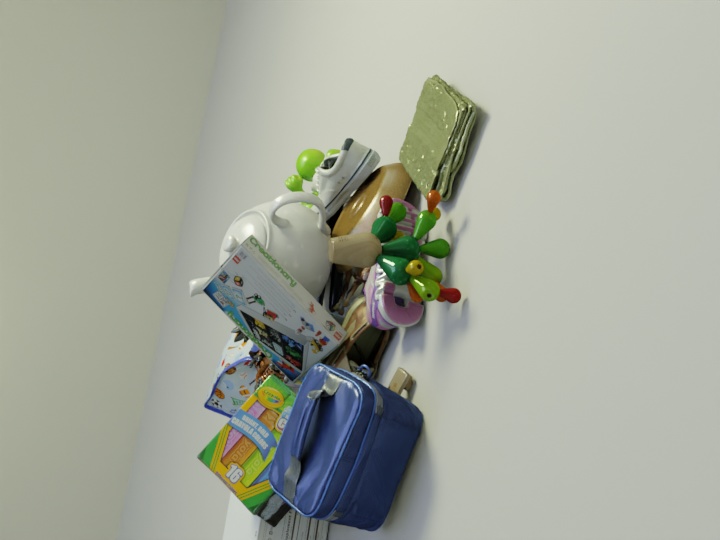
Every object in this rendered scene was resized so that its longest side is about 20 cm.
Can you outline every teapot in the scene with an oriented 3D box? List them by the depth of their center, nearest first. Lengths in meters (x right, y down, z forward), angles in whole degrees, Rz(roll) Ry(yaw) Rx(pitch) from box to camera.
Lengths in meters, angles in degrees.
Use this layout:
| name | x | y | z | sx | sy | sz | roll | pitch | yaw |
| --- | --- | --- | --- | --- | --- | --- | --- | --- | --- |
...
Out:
| name | x | y | z | sx | sy | sz | roll | pitch | yaw |
| --- | --- | --- | --- | --- | --- | --- | --- | --- | --- |
| teapot | -0.145 | -0.026 | 1.518 | 0.196 | 0.145 | 0.203 | 16 | 86 | 47 |

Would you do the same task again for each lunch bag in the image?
| name | x | y | z | sx | sy | sz | roll | pitch | yaw |
| --- | --- | --- | --- | --- | --- | --- | --- | --- | --- |
| lunch bag | -0.024 | 0.216 | 1.265 | 0.135 | 0.131 | 0.203 | 20 | 89 | 51 |
| lunch bag | -0.195 | 0.161 | 1.850 | 0.201 | 0.122 | 0.171 | 117 | 172 | -45 |

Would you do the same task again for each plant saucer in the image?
| name | x | y | z | sx | sy | sz | roll | pitch | yaw |
| --- | --- | --- | --- | --- | --- | --- | --- | --- | --- |
| plant saucer | 0.008 | -0.091 | 1.531 | 0.201 | 0.035 | 0.201 | -51 | 16 | 20 |

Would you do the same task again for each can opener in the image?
| name | x | y | z | sx | sy | sz | roll | pitch | yaw |
| --- | --- | --- | --- | --- | --- | --- | --- | --- | --- |
| can opener | -0.047 | -0.030 | 1.690 | 0.079 | 0.062 | 0.203 | -171 | 95 | -84 |

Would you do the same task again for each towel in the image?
| name | x | y | z | sx | sy | sz | roll | pitch | yaw |
| --- | --- | --- | --- | --- | --- | --- | --- | --- | --- |
| towel | 0.109 | -0.188 | 1.411 | 0.200 | 0.036 | 0.150 | -120 | 47 | -63 |

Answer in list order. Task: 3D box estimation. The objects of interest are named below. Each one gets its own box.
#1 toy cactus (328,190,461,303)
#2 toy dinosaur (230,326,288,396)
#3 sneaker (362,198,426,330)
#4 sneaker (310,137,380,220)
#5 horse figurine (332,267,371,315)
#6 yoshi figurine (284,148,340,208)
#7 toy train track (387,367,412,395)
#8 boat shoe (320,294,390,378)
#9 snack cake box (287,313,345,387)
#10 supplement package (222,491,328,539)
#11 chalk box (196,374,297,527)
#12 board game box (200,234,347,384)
| name | x | y | z | sx | sy | sz | roll | pitch | yaw |
| --- | --- | --- | --- | --- | --- | --- | --- | --- | --- |
| toy cactus | 0.042 | -0.031 | 1.281 | 0.103 | 0.162 | 0.202 | 105 | 158 | -46 |
| toy dinosaur | -0.123 | 0.115 | 1.595 | 0.200 | 0.102 | 0.135 | -49 | 32 | -13 |
| sneaker | 0.040 | -0.004 | 1.395 | 0.088 | 0.079 | 0.203 | 136 | 144 | -55 |
| sneaker | -0.041 | -0.147 | 1.604 | 0.200 | 0.071 | 0.073 | -45 | 9 | 46 |
| horse figurine | 0.000 | 0.000 | 1.546 | 0.200 | 0.049 | 0.134 | 161 | 130 | -74 |
| yoshi figurine | -0.095 | -0.140 | 1.854 | 0.113 | 0.111 | 0.202 | -116 | 47 | -72 |
| toy train track | 0.021 | 0.226 | 1.338 | 0.114 | 0.032 | 0.202 | 36 | 103 | 50 |
| boat shoe | -0.012 | 0.134 | 1.453 | 0.074 | 0.075 | 0.202 | -120 | 47 | -60 |
| snack cake box | -0.088 | 0.136 | 1.678 | 0.200 | 0.066 | 0.117 | 163 | 119 | -68 |
| supplement package | -0.129 | 0.361 | 1.553 | 0.200 | 0.109 | 0.158 | 145 | 136 | -61 |
| chalk box | -0.108 | 0.238 | 1.409 | 0.200 | 0.124 | 0.125 | -47 | -22 | -10 |
| board game box | -0.127 | 0.059 | 1.446 | 0.126 | 0.200 | 0.035 | -41 | 5 | 40 |
